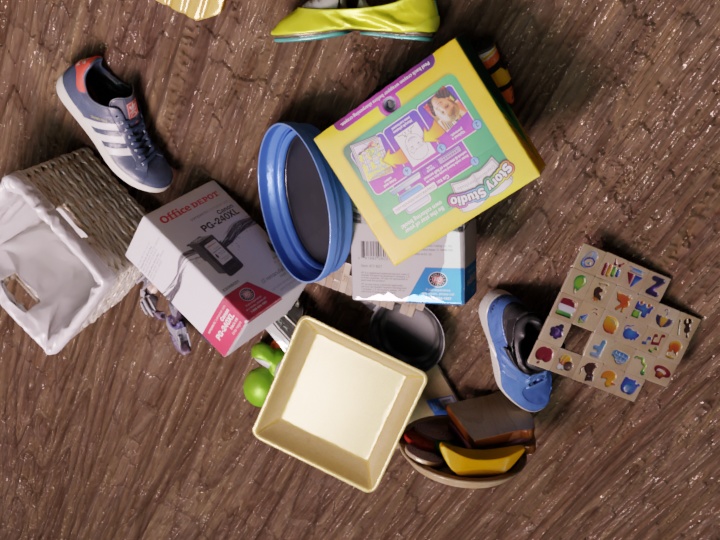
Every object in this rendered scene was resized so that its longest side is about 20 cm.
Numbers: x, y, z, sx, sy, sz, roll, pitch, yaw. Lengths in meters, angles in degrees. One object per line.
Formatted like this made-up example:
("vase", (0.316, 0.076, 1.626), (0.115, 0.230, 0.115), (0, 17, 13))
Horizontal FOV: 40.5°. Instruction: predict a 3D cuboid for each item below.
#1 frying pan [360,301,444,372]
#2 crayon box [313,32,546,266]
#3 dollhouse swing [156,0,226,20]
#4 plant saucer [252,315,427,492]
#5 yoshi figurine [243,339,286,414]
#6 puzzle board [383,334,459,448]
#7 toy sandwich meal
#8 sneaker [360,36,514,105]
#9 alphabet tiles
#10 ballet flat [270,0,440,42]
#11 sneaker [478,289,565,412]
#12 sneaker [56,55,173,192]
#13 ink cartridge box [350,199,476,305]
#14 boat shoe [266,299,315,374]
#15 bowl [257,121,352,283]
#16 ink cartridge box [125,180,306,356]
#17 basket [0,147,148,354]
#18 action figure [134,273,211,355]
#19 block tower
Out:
("frying pan", (0.034, 0.078, 1.394), (0.188, 0.031, 0.116), (23, 117, 14))
("crayon box", (0.076, -0.131, 1.087), (0.199, 0.058, 0.174), (-31, 97, 23))
("dollhouse swing", (-0.221, -0.372, 1.056), (0.198, 0.182, 0.177), (26, 111, -3))
("plant saucer", (-0.028, 0.185, 1.392), (0.198, 0.048, 0.202), (25, 106, 3))
("yoshi figurine", (-0.098, 0.195, 1.493), (0.199, 0.112, 0.113), (37, 138, -5))
("puzzle board", (0.070, 0.186, 1.484), (0.149, 0.017, 0.201), (-16, 121, 28))
("toy sandwich meal", (0.153, 0.232, 1.375), (0.202, 0.205, 0.071), (10, 110, 12))
("sneaker", (0.085, -0.191, 1.143), (0.198, 0.070, 0.091), (-21, 114, 30))
("alphabet tiles", (0.332, 0.074, 1.247), (0.198, 0.008, 0.169), (20, 103, -16))
("ballet flat", (-0.007, -0.295, 1.109), (0.197, 0.067, 0.068), (3, 107, 14))
("sneaker", (0.230, 0.126, 1.310), (0.076, 0.111, 0.202), (-28, 117, -13))
("sneaker", (-0.307, -0.192, 1.280), (0.084, 0.075, 0.200), (-25, 115, 38))
("ink cartridge box", (0.066, -0.067, 1.189), (0.144, 0.084, 0.203), (3, 101, 20))
("boat shoe", (-0.108, 0.065, 1.424), (0.063, 0.071, 0.201), (-35, 106, 7))
("bowl", (-0.070, -0.086, 1.226), (0.200, 0.039, 0.203), (36, 133, 51))
("ink cartridge box", (-0.190, -0.007, 1.301), (0.200, 0.145, 0.084), (44, 131, 9))
("basket", (-0.409, -0.034, 1.361), (0.198, 0.161, 0.200), (47, 129, 0))
("action figure", (-0.257, 0.039, 1.433), (0.129, 0.070, 0.201), (-22, 140, -14))
("block tower", (0.000, 0.000, 1.335), (0.197, 0.058, 0.054), (20, 130, 5))
